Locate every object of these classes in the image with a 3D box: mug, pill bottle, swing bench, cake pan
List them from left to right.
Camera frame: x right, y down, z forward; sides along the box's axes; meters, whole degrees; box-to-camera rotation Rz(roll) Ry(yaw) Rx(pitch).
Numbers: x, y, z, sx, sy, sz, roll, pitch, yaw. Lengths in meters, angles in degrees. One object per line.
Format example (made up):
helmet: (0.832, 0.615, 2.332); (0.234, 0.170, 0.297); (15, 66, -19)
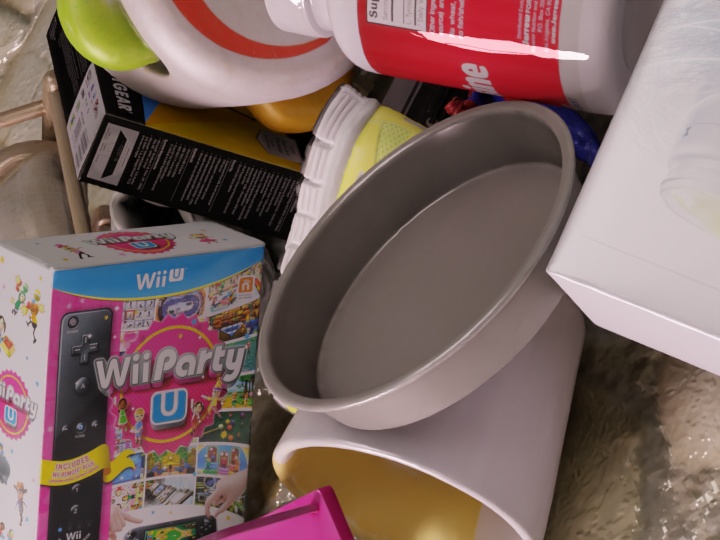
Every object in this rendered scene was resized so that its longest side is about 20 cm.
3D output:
swing bench: (-0.206, 0.023, 1.690); (0.129, 0.200, 0.200); (-16, 51, 1)
mug: (0.035, 0.061, 1.451); (0.186, 0.149, 0.154); (4, 61, 39)
cake pan: (0.036, 0.000, 1.361); (0.200, 0.037, 0.201); (-32, 31, 22)
pill bottle: (0.055, -0.150, 1.403); (0.199, 0.112, 0.113); (12, 74, 23)

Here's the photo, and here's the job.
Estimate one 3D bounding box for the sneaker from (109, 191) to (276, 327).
sneaker: (-0.119, -0.044, 1.691); (0.078, 0.099, 0.200); (-44, 43, 15)

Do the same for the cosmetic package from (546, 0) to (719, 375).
cosmetic package: (0.224, -0.040, 1.274); (0.199, 0.123, 0.201); (22, 85, 20)

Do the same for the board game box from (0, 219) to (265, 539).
board game box: (-0.137, 0.079, 1.541); (0.064, 0.147, 0.201); (22, 113, 49)

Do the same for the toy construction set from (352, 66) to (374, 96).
toy construction set: (0.017, -0.199, 1.655); (0.131, 0.092, 0.201); (15, 78, 48)

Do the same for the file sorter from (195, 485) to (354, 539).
file sorter: (-0.058, 0.237, 1.381); (0.139, 0.125, 0.201); (-28, 80, 29)

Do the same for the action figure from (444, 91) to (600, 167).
action figure: (0.091, -0.087, 1.493); (0.065, 0.099, 0.200); (-42, 50, 14)

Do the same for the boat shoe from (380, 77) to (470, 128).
boat shoe: (0.047, -0.095, 1.594); (0.056, 0.069, 0.201); (27, 79, 15)

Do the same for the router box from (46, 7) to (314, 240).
router box: (-0.106, -0.100, 1.641); (0.051, 0.148, 0.200); (-64, 23, 23)

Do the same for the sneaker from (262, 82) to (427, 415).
sneaker: (0.000, 0.000, 1.524); (0.078, 0.090, 0.201); (-67, -8, -62)

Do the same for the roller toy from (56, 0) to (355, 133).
roller toy: (-0.076, -0.184, 1.530); (0.140, 0.199, 0.184); (1, 77, 64)
